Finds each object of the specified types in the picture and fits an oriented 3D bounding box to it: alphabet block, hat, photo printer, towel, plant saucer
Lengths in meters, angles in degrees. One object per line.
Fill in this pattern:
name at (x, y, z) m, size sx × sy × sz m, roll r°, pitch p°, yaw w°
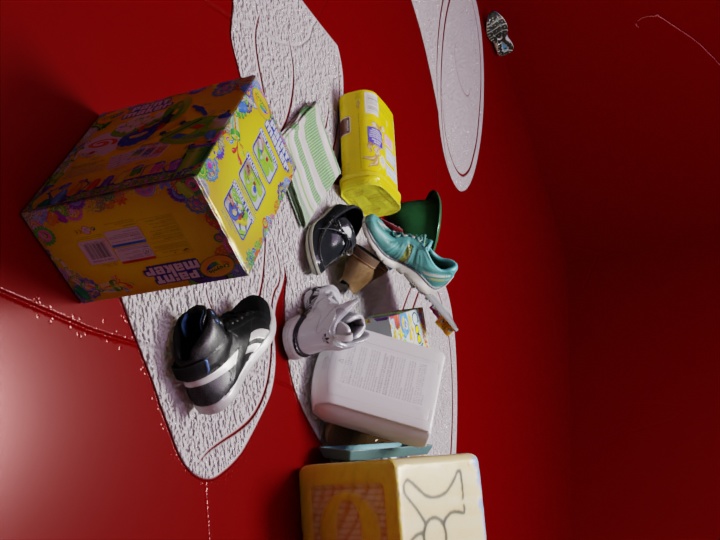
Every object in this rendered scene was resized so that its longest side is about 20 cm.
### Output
alphabet block at (0.049, 0.372, 1.309) m, size 0.199 × 0.196 × 0.197 m, roll 10°, pitch 70°, yaw -47°
hat at (0.065, -0.102, 1.868) m, size 0.200 × 0.175 × 0.166 m, roll 112°, pitch -18°, yaw -52°
photo printer at (0.024, 0.178, 1.414) m, size 0.070 × 0.199 × 0.167 m, roll 106°, pitch -1°, yaw -50°
towel at (-0.086, -0.184, 1.499) m, size 0.200 × 0.023 × 0.153 m, roll -65°, pitch 141°, yaw -56°
plant saucer at (0.027, 0.286, 1.419) m, size 0.199 × 0.070 × 0.019 m, roll 7°, pitch 82°, yaw -46°

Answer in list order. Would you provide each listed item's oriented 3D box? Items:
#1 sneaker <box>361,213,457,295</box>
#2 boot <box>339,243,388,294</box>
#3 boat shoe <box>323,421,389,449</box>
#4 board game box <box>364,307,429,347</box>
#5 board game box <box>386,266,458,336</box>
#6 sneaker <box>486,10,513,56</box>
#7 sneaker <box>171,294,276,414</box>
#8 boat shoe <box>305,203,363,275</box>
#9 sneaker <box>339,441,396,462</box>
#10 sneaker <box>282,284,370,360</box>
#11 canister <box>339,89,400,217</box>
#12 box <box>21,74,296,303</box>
sneaker at (0.085, -0.041, 1.569) m, size 0.200 × 0.080 × 0.078 m, roll 35°, pitch 34°, yaw -22°
boot at (0.000, 0.000, 1.614) m, size 0.076 × 0.073 × 0.200 m, roll -57°, pitch 171°, yaw 4°
boat shoe at (0.005, 0.253, 1.481) m, size 0.199 × 0.063 × 0.074 m, roll 4°, pitch 109°, yaw -49°
board game box at (0.044, 0.129, 1.595) m, size 0.200 × 0.104 × 0.104 m, roll -6°, pitch 86°, yaw -70°
board game box at (0.105, 0.030, 1.705) m, size 0.200 × 0.026 × 0.200 m, roll 49°, pitch 5°, yaw -4°
sneaker at (0.488, -0.864, 3.232) m, size 0.200 × 0.078 × 0.090 m, roll 54°, pitch 15°, yaw -56°
sneaker at (-0.168, 0.069, 1.111) m, size 0.200 × 0.073 × 0.112 m, roll -70°, pitch 146°, yaw -50°
boat shoe at (-0.043, -0.058, 1.508) m, size 0.200 × 0.062 × 0.075 m, roll -59°, pitch 137°, yaw -57°
sneaker at (0.034, 0.352, 1.515) m, size 0.200 × 0.070 × 0.109 m, roll -2°, pitch 79°, yaw -59°
sneaker at (-0.037, 0.074, 1.391) m, size 0.200 × 0.114 × 0.076 m, roll -52°, pitch 130°, yaw -63°
canister at (0.016, -0.221, 1.694) m, size 0.148 × 0.086 × 0.201 m, roll 38°, pitch 46°, yaw -60°
box at (-0.197, -0.085, 0.924) m, size 0.193 × 0.199 × 0.122 m, roll -73°, pitch 147°, yaw -48°
